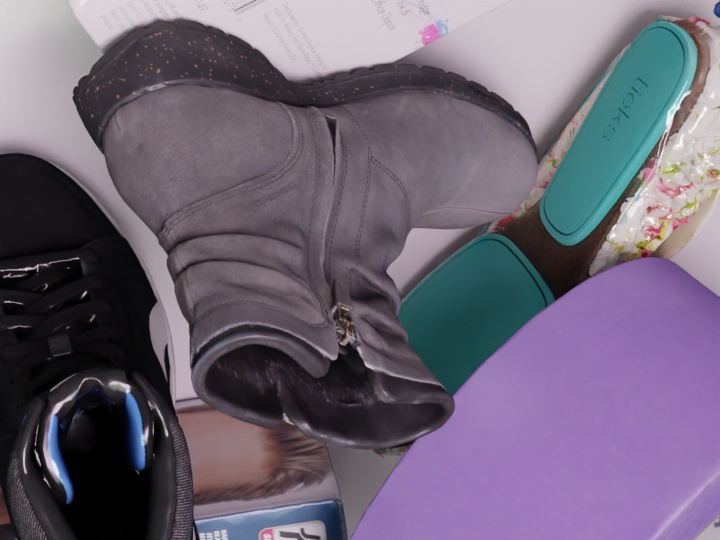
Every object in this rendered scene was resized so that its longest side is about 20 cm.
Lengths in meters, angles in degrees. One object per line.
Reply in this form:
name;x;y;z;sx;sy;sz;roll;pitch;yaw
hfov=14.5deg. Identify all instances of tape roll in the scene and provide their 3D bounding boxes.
tape roll;0.079;0.100;0.982;0.085;0.200;0.200;38;110;23

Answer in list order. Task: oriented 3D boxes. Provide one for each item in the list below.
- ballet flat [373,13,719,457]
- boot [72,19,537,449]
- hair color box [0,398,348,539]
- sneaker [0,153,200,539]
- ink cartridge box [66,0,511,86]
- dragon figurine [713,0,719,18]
ballet flat;0.078;-0.002;1.008;0.064;0.076;0.200;25;114;-40
boot;0.000;0.000;0.912;0.200;0.132;0.070;4;141;-44
hair color box;-0.107;0.098;1.007;0.200;0.100;0.061;-8;113;-6
sneaker;-0.089;0.032;0.916;0.073;0.200;0.112;-14;158;-10
ink cartridge box;0.004;-0.127;0.909;0.200;0.068;0.117;-27;152;4
dragon figurine;0.201;-0.109;0.957;0.200;0.099;0.059;3;115;-10
